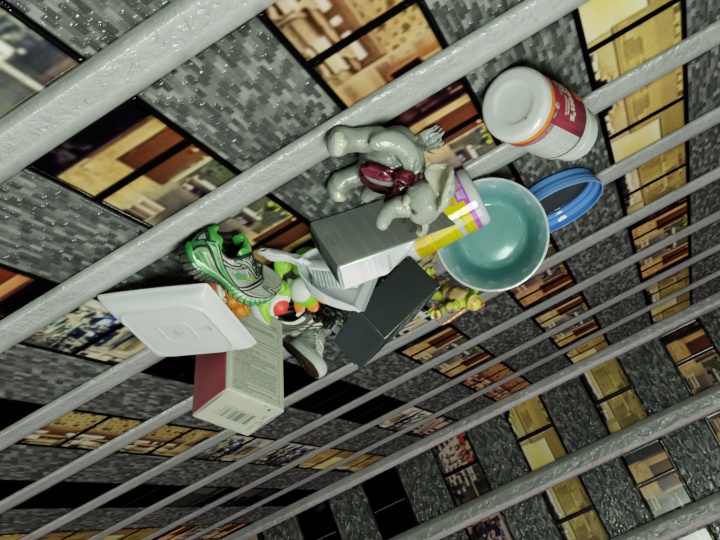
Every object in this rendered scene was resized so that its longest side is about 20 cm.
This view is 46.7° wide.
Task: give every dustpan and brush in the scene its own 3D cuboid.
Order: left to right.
[{"bbox_3d":[-0.075,-0.005,1.371,0.199,0.140,0.058,6,130,16],"label":"dustpan and brush"}]

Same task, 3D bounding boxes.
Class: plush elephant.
[{"bbox_3d":[0.057,-0.122,1.216,0.199,0.156,0.165,-16,156,-17],"label":"plush elephant"}]

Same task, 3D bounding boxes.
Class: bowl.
[{"bbox_3d":[0.238,-0.066,1.512,0.200,0.202,0.105,-28,179,10],"label":"bowl"},{"bbox_3d":[0.385,-0.134,1.662,0.199,0.040,0.201,-21,157,-9],"label":"bowl"}]

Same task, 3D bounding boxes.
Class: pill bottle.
[{"bbox_3d":[0.114,-0.083,1.426,0.199,0.105,0.104,-28,157,9],"label":"pill bottle"},{"bbox_3d":[0.277,-0.229,1.258,0.109,0.110,0.199,-37,154,30],"label":"pill bottle"}]

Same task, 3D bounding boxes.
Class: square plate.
[{"bbox_3d":[-0.297,0.090,1.360,0.197,0.029,0.200,-6,146,17],"label":"square plate"}]

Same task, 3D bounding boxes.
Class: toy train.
[{"bbox_3d":[-0.085,0.059,1.479,0.034,0.200,0.046,40,85,-37],"label":"toy train"}]

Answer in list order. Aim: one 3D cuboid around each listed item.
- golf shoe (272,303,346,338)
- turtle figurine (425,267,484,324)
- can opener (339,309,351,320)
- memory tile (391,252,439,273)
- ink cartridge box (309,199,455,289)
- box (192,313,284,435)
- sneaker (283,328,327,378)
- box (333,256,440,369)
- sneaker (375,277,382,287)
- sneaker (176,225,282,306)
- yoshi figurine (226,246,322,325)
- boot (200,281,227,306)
[{"bbox_3d":[-0.086,0.074,1.614,0.199,0.078,0.095,-21,157,-9],"label":"golf shoe"},{"bbox_3d":[0.179,0.042,1.583,0.200,0.161,0.065,-37,128,-29],"label":"turtle figurine"},{"bbox_3d":[-0.035,0.074,1.572,0.052,0.067,0.200,-29,120,8],"label":"can opener"},{"bbox_3d":[0.118,-0.017,1.606,0.200,0.017,0.153,-48,161,18],"label":"memory tile"},{"bbox_3d":[0.034,-0.056,1.341,0.199,0.163,0.057,-16,122,-13],"label":"ink cartridge box"},{"bbox_3d":[-0.220,0.174,1.505,0.127,0.201,0.109,29,129,-33],"label":"box"},{"bbox_3d":[-0.099,0.146,1.669,0.084,0.200,0.073,-30,119,-14],"label":"sneaker"},{"bbox_3d":[0.041,0.078,1.453,0.141,0.079,0.200,-44,173,-24],"label":"box"},{"bbox_3d":[0.000,0.000,1.546,0.080,0.071,0.200,-34,155,18],"label":"sneaker"},{"bbox_3d":[-0.188,-0.006,1.313,0.085,0.078,0.200,-37,144,20],"label":"sneaker"},{"bbox_3d":[-0.138,0.015,1.449,0.199,0.113,0.113,-11,117,4],"label":"yoshi figurine"},{"bbox_3d":[-0.283,0.065,1.396,0.107,0.076,0.200,-3,159,-26],"label":"boot"}]
